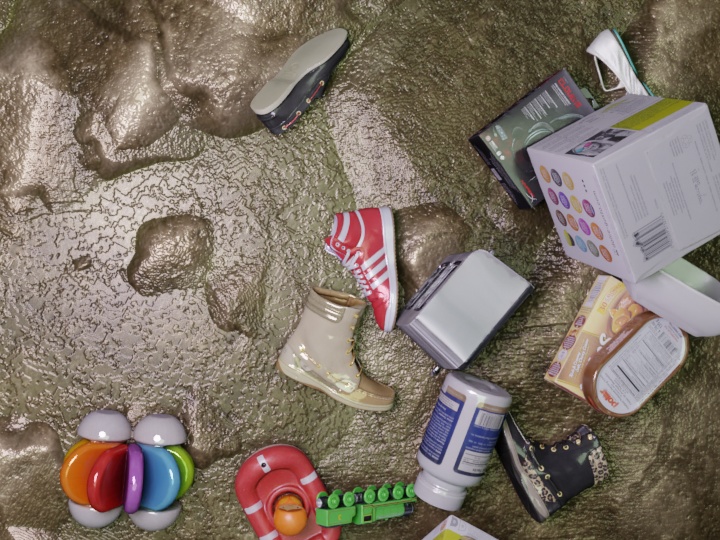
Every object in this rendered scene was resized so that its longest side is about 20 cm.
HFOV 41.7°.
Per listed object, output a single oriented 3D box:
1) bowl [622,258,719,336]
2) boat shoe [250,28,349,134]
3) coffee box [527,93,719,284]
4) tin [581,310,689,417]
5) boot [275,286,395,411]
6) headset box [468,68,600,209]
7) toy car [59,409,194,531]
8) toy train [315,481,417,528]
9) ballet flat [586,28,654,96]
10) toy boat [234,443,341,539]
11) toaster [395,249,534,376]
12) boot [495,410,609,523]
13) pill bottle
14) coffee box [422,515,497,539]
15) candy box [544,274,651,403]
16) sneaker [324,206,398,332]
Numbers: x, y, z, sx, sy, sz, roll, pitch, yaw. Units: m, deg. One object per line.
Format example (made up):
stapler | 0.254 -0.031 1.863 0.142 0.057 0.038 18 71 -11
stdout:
bowl | 0.497 0.026 1.517 0.200 0.200 0.075 30 109 -6
boat shoe | -0.087 -0.301 1.489 0.201 0.074 0.063 -49 133 -14
coffee box | 0.408 -0.130 1.426 0.200 0.198 0.200 -29 112 -10
tin | 0.446 0.151 1.530 0.200 0.042 0.112 -43 98 -8
boot | -0.015 0.123 1.486 0.200 0.073 0.156 24 106 -2
headset box | 0.302 -0.217 1.534 0.200 0.077 0.149 -37 96 -4
toy car | -0.352 0.308 1.422 0.199 0.150 0.176 6 90 -8
toy train | 0.012 0.369 1.486 0.200 0.042 0.057 4 84 -39
ballet flat | 0.440 -0.302 1.564 0.069 0.069 0.200 -32 91 -6
toy boat | -0.112 0.371 1.466 0.130 0.131 0.200 -28 95 -6
toaster | 0.152 0.064 1.472 0.119 0.181 0.200 41 85 -4
boot | 0.309 0.293 1.551 0.150 0.073 0.200 -23 84 -12
pill bottle | 0.156 0.271 1.498 0.111 0.111 0.200 19 97 -8
coffee box | 0.152 0.534 1.426 0.199 0.200 0.198 29 44 -6
candy box | 0.405 0.121 1.567 0.115 0.055 0.200 29 88 -9
sneaker | 0.000 0.000 1.501 0.112 0.071 0.201 -3 84 -12
